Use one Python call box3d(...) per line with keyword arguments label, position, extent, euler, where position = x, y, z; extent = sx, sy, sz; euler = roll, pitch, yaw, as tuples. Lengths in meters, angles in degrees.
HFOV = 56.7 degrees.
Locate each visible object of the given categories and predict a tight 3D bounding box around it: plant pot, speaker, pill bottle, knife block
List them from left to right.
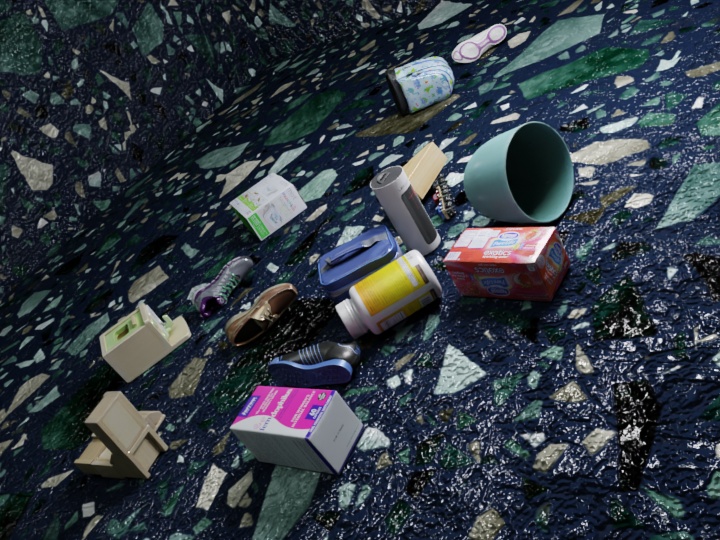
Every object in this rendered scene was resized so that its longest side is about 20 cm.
box3d(label="pill bottle", position=(0.054, 0.053, 1.327), extent=(0.200, 0.109, 0.109), euler=(-31, 29, 1))
box3d(label="speaker", position=(0.099, -0.128, 1.464), extent=(0.081, 0.200, 0.081), euler=(-24, 30, 15))
box3d(label="knife block", position=(0.135, -0.213, 1.661), extent=(0.200, 0.064, 0.176), euler=(-41, 21, 15))
box3d(label="plant pot", position=(0.311, -0.190, 1.377), extent=(0.201, 0.201, 0.161), euler=(-48, 22, -26))

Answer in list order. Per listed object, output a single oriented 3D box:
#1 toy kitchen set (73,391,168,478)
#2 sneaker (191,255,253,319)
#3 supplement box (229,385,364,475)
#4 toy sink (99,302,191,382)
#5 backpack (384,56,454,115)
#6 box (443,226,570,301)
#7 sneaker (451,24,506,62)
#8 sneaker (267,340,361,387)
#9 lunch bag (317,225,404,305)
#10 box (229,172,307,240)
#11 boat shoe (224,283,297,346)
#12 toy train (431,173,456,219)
box3d(label="toy kitchen set", position=(-0.516, 0.313, 1.401), extent=(0.200, 0.181, 0.163), euler=(-7, 36, 30))
box3d(label="sneaker", position=(-0.356, 0.050, 1.782), extent=(0.200, 0.074, 0.088), euler=(-41, 43, 2))
box3d(label="supplement box", position=(-0.112, 0.274, 1.160), extent=(0.200, 0.103, 0.101), euler=(-7, 39, 40))
box3d(label="toy sink", position=(-0.563, 0.169, 1.735), extent=(0.200, 0.112, 0.130), euler=(-37, 30, -8))
box3d(label="backpack", position=(0.203, -0.601, 2.151), extent=(0.200, 0.163, 0.154), euler=(-25, 38, -2))
box3d(label="box", position=(0.270, -0.014, 1.236), extent=(0.200, 0.096, 0.100), euler=(2, 44, 45))
box3d(label="sneaker", position=(0.411, -0.777, 2.307), extent=(0.200, 0.075, 0.100), euler=(-25, 11, 11))
box3d(label="sneaker", position=(-0.088, 0.181, 1.319), extent=(0.200, 0.070, 0.078), euler=(-5, 34, 30))
box3d(label="lunch bag", position=(0.000, 0.000, 1.435), extent=(0.200, 0.132, 0.136), euler=(-28, 29, 7))
box3d(label="box", position=(-0.288, -0.203, 2.053), extent=(0.176, 0.097, 0.200), euler=(-37, 29, -10))
box3d(label="boat shoe", position=(-0.226, 0.109, 1.554), extent=(0.200, 0.076, 0.072), euler=(-40, 32, 5))
box3d(label="toy train", position=(0.197, -0.180, 1.620), extent=(0.046, 0.034, 0.200), euler=(-28, 28, 16))
